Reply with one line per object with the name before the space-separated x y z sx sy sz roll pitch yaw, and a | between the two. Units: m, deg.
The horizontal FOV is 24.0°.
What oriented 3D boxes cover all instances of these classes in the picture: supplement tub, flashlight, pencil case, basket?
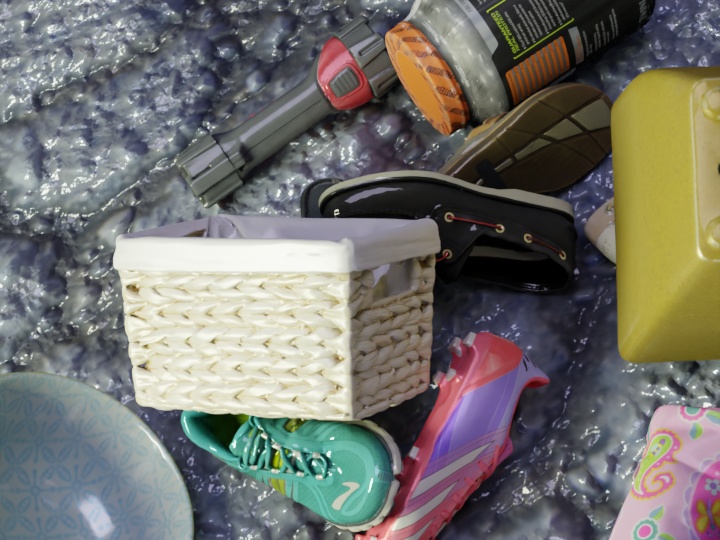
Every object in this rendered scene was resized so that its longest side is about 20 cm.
supplement tub | 0.126 -0.202 1.355 0.199 0.123 0.123 -33 55 -8
flashlight | -0.062 -0.130 1.400 0.199 0.068 0.068 -35 60 -3
pencil case | 0.201 0.183 1.112 0.087 0.088 0.201 14 62 22
basket | -0.056 0.030 1.181 0.198 0.135 0.125 2 99 30

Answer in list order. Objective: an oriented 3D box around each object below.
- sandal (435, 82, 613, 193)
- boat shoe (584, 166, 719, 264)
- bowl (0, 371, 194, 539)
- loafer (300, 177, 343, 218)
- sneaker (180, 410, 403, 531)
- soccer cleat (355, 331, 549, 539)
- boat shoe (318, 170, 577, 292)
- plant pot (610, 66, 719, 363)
sandal | 0.109 -0.085 1.324 0.199 0.081 0.054 -35 31 -2
boat shoe | 0.254 -0.079 1.275 0.200 0.072 0.065 -43 58 -7
bowl | -0.229 0.183 1.199 0.108 0.198 0.202 -48 45 35
loafer | 0.000 0.000 1.291 0.067 0.071 0.202 -22 55 -1
sneaker | -0.050 0.131 1.185 0.199 0.079 0.078 13 90 46
soccer cleat | 0.064 0.138 1.193 0.076 0.067 0.201 30 75 -9
boat shoe | 0.067 -0.027 1.255 0.199 0.074 0.064 8 59 -13
plant pot | 0.268 -0.049 1.124 0.193 0.200 0.197 -2 81 7
